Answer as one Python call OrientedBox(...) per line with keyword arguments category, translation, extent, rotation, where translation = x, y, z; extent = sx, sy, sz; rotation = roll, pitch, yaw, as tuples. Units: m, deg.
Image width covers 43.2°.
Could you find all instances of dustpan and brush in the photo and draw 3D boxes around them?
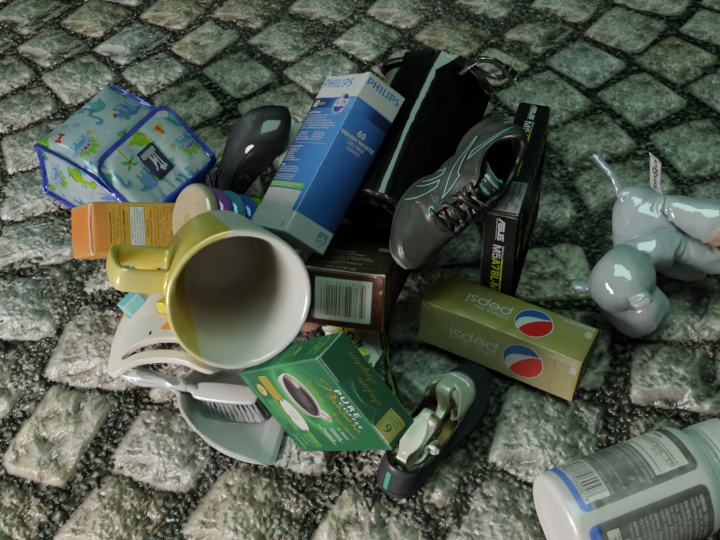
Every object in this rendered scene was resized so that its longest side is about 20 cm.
OrientedBox(category="dustpan and brush", translation=(-0.183, 0.144, 1.059), extent=(0.199, 0.057, 0.140), rotation=(5, 50, 11))

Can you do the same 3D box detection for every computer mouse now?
OrientedBox(category="computer mouse", translation=(-0.166, -0.149, 1.233), extent=(0.053, 0.200, 0.139), rotation=(23, 34, -30))

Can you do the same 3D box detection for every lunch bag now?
OrientedBox(category="lunch bag", translation=(-0.334, -0.154, 1.304), extent=(0.199, 0.128, 0.170), rotation=(29, 54, 12))

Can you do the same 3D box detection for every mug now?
OrientedBox(category="mug", translation=(-0.156, -0.005, 0.970), extent=(0.150, 0.186, 0.153), rotation=(-48, 28, 3))

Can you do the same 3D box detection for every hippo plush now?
OrientedBox(category="hippo plush", translation=(0.345, -0.011, 1.062), extent=(0.159, 0.200, 0.161), rotation=(6, 54, 40))

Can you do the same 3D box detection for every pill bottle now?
OrientedBox(category="pill bottle", translation=(0.284, 0.224, 0.902), extent=(0.199, 0.114, 0.114), rotation=(-17, 49, -9))

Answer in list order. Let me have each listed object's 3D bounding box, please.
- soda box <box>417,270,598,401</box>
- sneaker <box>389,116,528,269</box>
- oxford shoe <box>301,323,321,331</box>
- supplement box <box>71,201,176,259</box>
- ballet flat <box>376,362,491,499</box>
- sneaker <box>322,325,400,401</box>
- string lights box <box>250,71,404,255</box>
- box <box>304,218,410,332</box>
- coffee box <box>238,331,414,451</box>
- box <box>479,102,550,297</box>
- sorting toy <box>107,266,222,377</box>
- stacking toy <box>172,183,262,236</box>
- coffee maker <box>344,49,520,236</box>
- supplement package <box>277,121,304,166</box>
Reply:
OrientedBox(category="soda box", translation=(0.169, 0.074, 1.065), extent=(0.199, 0.068, 0.064), rotation=(21, 45, 20))
OrientedBox(category="sneaker", translation=(0.105, -0.084, 0.981), extent=(0.200, 0.075, 0.079), rotation=(-53, 22, -1))
OrientedBox(category="oxford shoe", translation=(-0.117, -0.004, 1.171), extent=(0.200, 0.074, 0.071), rotation=(33, 62, 31))
OrientedBox(category="supplement box", translation=(-0.251, -0.049, 1.129), extent=(0.199, 0.069, 0.066), rotation=(-4, -1, -37))
OrientedBox(category="ballet flat", translation=(0.086, 0.164, 1.007), extent=(0.073, 0.073, 0.200), rotation=(26, 56, 26))
OrientedBox(category="sneaker", translation=(0.000, 0.123, 1.055), extent=(0.076, 0.076, 0.200), rotation=(-15, 35, 5))
OrientedBox(category="string lights box", translation=(-0.040, -0.123, 1.029), extent=(0.103, 0.059, 0.201), rotation=(16, 76, 59))
OrientedBox(category="box", translation=(0.000, 0.000, 1.100), extent=(0.099, 0.075, 0.200), rotation=(6, 19, 9))
OrientedBox(category="coffee box", translation=(-0.041, 0.131, 0.948), extent=(0.044, 0.200, 0.123), rotation=(-44, 101, -29))
OrientedBox(category="box", translation=(0.188, -0.070, 1.117), extent=(0.047, 0.194, 0.201), rotation=(10, 50, 16))
OrientedBox(category="sorting toy", translation=(-0.213, 0.070, 1.067), extent=(0.199, 0.107, 0.180), rotation=(-2, 29, 4))
OrientedBox(category="stacking toy", translation=(-0.132, -0.057, 1.138), extent=(0.199, 0.086, 0.085), rotation=(3, 35, -44))
OrientedBox(category="coffee maker", translation=(0.064, -0.149, 1.068), extent=(0.134, 0.192, 0.201), rotation=(26, 75, -15))
OrientedBox(category="supplement package", translation=(-0.008, -0.134, 1.245), extent=(0.199, 0.117, 0.118), rotation=(-9, 46, -3))
